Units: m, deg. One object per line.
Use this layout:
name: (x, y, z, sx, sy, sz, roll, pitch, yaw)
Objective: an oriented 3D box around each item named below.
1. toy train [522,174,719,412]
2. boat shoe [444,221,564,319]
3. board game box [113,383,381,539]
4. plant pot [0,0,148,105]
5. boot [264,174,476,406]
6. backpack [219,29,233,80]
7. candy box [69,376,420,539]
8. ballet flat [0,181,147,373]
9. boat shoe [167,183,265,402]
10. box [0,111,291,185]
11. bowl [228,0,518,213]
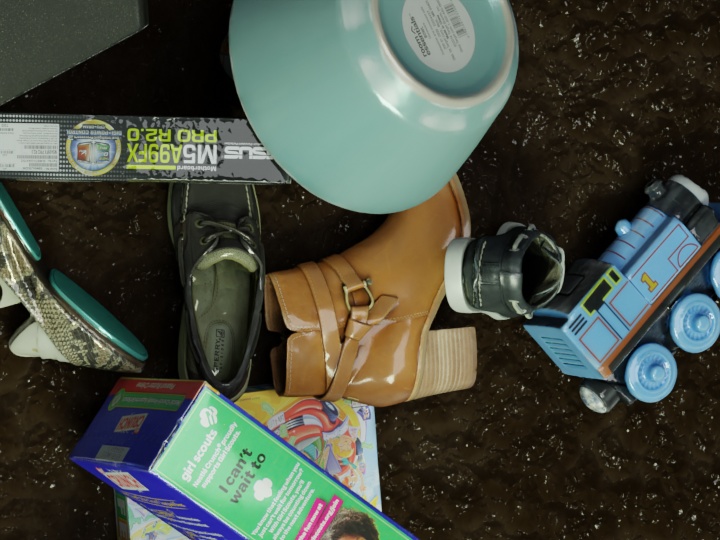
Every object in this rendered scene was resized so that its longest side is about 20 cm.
toy train: (0.224, 0.015, 1.844, 0.200, 0.087, 0.114, -48, 110, -14)
boat shoe: (0.120, 0.003, 1.752, 0.060, 0.200, 0.076, 1, 98, 21)
board game box: (-0.082, 0.154, 1.745, 0.198, 0.034, 0.136, -7, 95, -23)
plant pot: (-0.249, -0.212, 1.569, 0.199, 0.200, 0.179, -31, 106, -20)
boot: (0.000, 0.000, 1.749, 0.154, 0.077, 0.202, -2, 87, -19)
backpack: (0.007, -0.181, 1.697, 0.175, 0.153, 0.201, 39, 56, -18)
candy box: (-0.081, 0.156, 1.635, 0.199, 0.169, 0.077, 36, 75, -21)
ballet flat: (-0.237, 0.011, 1.663, 0.075, 0.068, 0.200, -39, 102, 6)
boat shoe: (-0.098, -0.006, 1.701, 0.071, 0.066, 0.203, 3, 80, -19)
box: (-0.147, -0.081, 1.609, 0.198, 0.160, 0.045, 1, 91, -5)
bowl: (0.025, -0.148, 1.538, 0.199, 0.105, 0.203, 12, 69, -32)
